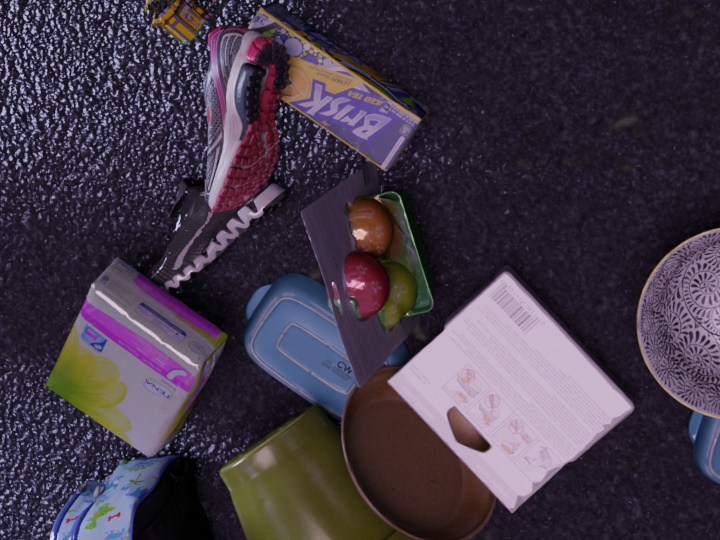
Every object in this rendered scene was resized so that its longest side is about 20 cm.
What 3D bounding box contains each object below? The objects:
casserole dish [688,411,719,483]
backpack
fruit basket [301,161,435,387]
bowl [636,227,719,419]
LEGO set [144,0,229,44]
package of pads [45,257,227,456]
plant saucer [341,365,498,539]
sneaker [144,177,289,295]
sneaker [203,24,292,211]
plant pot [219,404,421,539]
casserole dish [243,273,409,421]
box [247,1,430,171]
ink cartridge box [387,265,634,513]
[{"bbox_3d":[0.440,0.188,1.621,0.200,0.039,0.121,16,109,6],"label":"casserole dish"},{"bbox_3d":[-0.253,0.319,1.730,0.147,0.200,0.183,-12,104,15],"label":"backpack"},{"bbox_3d":[0.000,0.000,1.584,0.094,0.200,0.186,-11,104,30],"label":"fruit basket"},{"bbox_3d":[0.379,0.041,1.569,0.200,0.094,0.201,3,107,10],"label":"bowl"},{"bbox_3d":[-0.161,-0.334,1.542,0.200,0.154,0.116,-33,125,30],"label":"LEGO set"},{"bbox_3d":[-0.242,0.100,1.700,0.154,0.068,0.200,35,136,1],"label":"package of pads"},{"bbox_3d":[0.056,0.198,1.644,0.200,0.200,0.035,46,134,-3],"label":"plant saucer"},{"bbox_3d":[-0.175,-0.050,1.679,0.200,0.066,0.091,-40,91,16],"label":"sneaker"},{"bbox_3d":[-0.125,-0.152,1.580,0.075,0.081,0.200,30,121,27],"label":"sneaker"},{"bbox_3d":[-0.048,0.257,1.679,0.200,0.200,0.193,-35,90,19],"label":"plant pot"},{"bbox_3d":[-0.041,0.090,1.704,0.200,0.039,0.121,34,110,0],"label":"casserole dish"},{"bbox_3d":[-0.031,-0.189,1.605,0.200,0.064,0.070,35,111,1],"label":"box"},{"bbox_3d":[0.158,0.125,1.656,0.176,0.045,0.200,-43,94,12],"label":"ink cartridge box"}]
